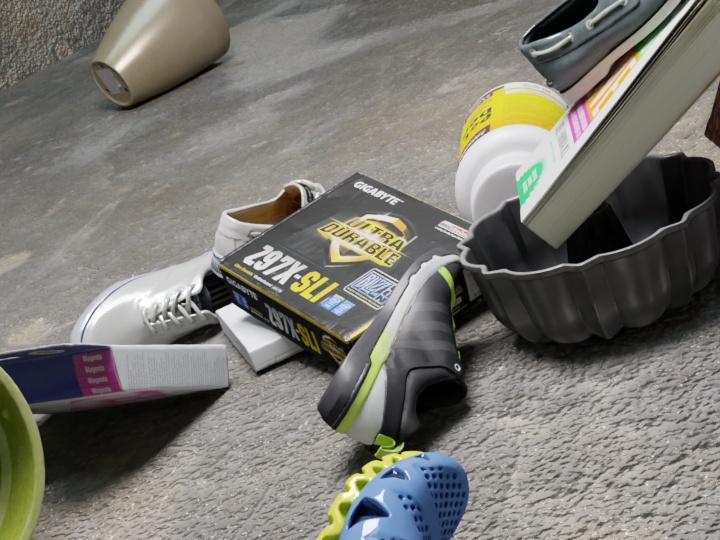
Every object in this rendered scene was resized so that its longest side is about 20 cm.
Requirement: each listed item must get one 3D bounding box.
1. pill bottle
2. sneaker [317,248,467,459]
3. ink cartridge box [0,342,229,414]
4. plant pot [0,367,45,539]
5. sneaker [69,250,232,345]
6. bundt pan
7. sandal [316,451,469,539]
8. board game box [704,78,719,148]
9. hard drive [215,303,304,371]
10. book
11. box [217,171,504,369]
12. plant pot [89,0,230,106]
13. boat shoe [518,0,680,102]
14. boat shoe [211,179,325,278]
[{"bbox_3d":[0.136,-0.085,1.313,0.108,0.110,0.200,-16,19,12],"label":"pill bottle"},{"bbox_3d":[0.040,0.065,1.076,0.200,0.082,0.072,-53,-6,-47],"label":"sneaker"},{"bbox_3d":[-0.237,0.088,1.208,0.195,0.044,0.199,-10,-6,29],"label":"ink cartridge box"},{"bbox_3d":[-0.351,0.148,1.105,0.200,0.202,0.184,-31,10,-29],"label":"plant pot"},{"bbox_3d":[-0.169,0.029,1.375,0.199,0.074,0.071,-32,15,-32],"label":"sneaker"},{"bbox_3d":[0.175,-0.011,1.119,0.200,0.076,0.202,-19,20,7],"label":"bundt pan"},{"bbox_3d":[0.006,0.173,0.810,0.086,0.080,0.200,2,37,41],"label":"sandal"},{"bbox_3d":[0.357,-0.141,1.038,0.198,0.161,0.097,8,17,-7],"label":"board game box"},{"bbox_3d":[-0.019,0.018,1.322,0.198,0.026,0.132,-25,19,-11],"label":"hard drive"},{"bbox_3d":[0.187,-0.119,1.083,0.200,0.048,0.134,-52,10,17],"label":"book"},{"bbox_3d":[0.000,0.000,1.248,0.159,0.050,0.199,-34,35,-21],"label":"box"},{"bbox_3d":[-0.350,-0.369,2.536,0.186,0.188,0.200,3,43,50],"label":"plant pot"},{"bbox_3d":[0.179,-0.194,1.057,0.200,0.062,0.073,-47,10,49],"label":"boat shoe"},{"bbox_3d":[-0.052,-0.047,1.400,0.199,0.070,0.071,-15,33,-39],"label":"boat shoe"}]
